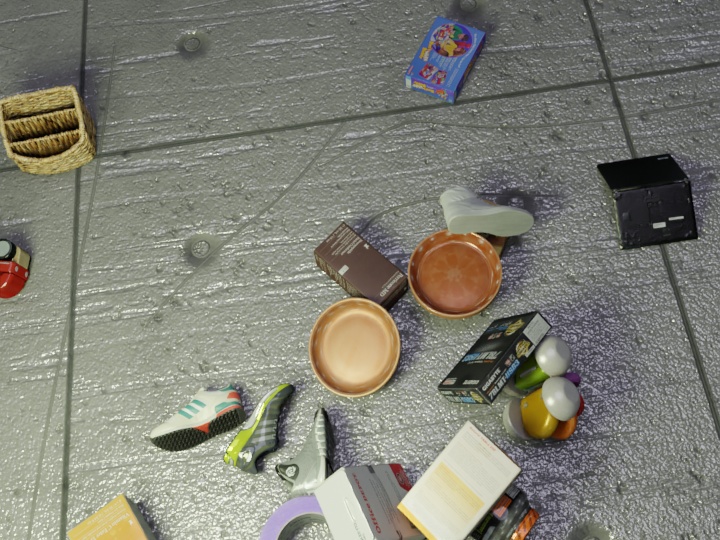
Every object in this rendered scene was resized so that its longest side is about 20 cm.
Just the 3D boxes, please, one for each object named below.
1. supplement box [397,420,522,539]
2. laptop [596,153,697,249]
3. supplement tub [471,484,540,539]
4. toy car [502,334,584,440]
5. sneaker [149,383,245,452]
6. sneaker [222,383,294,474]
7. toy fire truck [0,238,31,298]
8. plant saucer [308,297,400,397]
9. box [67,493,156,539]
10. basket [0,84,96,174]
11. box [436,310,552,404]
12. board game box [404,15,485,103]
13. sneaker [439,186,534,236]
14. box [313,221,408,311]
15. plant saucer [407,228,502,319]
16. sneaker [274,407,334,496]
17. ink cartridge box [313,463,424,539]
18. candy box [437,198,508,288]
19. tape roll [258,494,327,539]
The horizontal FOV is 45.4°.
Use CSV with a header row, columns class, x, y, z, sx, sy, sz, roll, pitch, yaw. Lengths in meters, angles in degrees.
class,x,y,z,sx,sy,sz,roll,pitch,yaw
supplement box,0.176,0.383,1.513,0.126,0.074,0.201,41,88,20
laptop,0.636,-0.156,1.916,0.173,0.103,0.205,-8,88,1
supplement tub,0.225,0.428,1.593,0.199,0.123,0.123,36,71,20
toy car,0.368,0.231,1.677,0.147,0.175,0.204,11,58,-29
sneaker,-0.333,0.294,1.746,0.196,0.071,0.094,-21,46,-4
sneaker,-0.187,0.317,1.720,0.080,0.074,0.202,32,76,9
toy fire truck,-0.840,0.032,1.889,0.172,0.129,0.205,5,75,6
plant saucer,-0.010,0.159,1.769,0.195,0.037,0.205,-3,79,14
box,-0.437,0.544,1.603,0.123,0.098,0.201,-34,66,-12
basket,-0.742,-0.325,2.034,0.195,0.150,0.145,-9,62,-1
box,0.258,0.172,1.680,0.050,0.200,0.199,46,73,-6
board game box,0.208,-0.519,2.112,0.132,0.045,0.202,23,67,15
sneaker,0.267,-0.135,1.837,0.195,0.075,0.117,2,41,-16
box,0.000,0.000,1.855,0.199,0.075,0.100,40,72,19
plant saucer,0.197,0.008,1.797,0.195,0.032,0.204,-2,64,4
sneaker,-0.111,0.351,1.662,0.113,0.076,0.201,-16,32,8
ink cartridge box,0.024,0.436,1.557,0.083,0.199,0.146,-39,62,22
candy box,0.254,-0.055,1.870,0.115,0.057,0.203,19,68,14
tape roll,-0.089,0.526,1.592,0.195,0.085,0.204,-1,63,3
